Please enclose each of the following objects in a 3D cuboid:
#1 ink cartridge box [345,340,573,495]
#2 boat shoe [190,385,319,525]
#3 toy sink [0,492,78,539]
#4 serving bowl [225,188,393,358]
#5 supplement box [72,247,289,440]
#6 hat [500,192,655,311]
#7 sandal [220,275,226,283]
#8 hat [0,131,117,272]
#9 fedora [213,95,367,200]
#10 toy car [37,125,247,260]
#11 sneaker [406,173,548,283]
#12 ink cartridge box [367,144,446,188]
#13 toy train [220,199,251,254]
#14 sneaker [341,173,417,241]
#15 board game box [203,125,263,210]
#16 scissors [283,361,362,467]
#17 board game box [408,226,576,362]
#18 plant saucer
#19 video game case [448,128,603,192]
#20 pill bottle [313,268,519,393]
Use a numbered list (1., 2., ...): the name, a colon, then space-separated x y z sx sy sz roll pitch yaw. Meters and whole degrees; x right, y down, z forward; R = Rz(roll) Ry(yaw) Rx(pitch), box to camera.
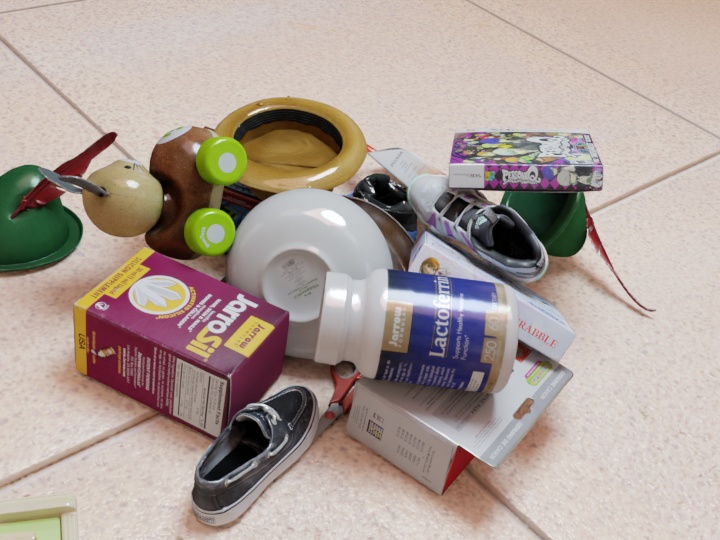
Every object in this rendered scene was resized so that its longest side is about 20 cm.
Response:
1. ink cartridge box: 0.113 0.145 1.055 0.175 0.084 0.200 30 42 23
2. boat shoe: -0.106 0.170 0.976 0.071 0.068 0.200 20 38 25
3. toy sink: -0.296 0.259 0.780 0.130 0.113 0.200 -2 39 -17
4. serving bowl: -0.064 0.010 1.080 0.199 0.201 0.066 15 13 6
5. supplement box: -0.198 0.078 1.048 0.199 0.104 0.131 22 38 14
6. hat: 0.310 -0.053 1.355 0.175 0.165 0.201 27 65 -27
7. sandal: -0.154 0.030 1.159 0.200 0.058 0.080 6 37 -6
8. hat: -0.425 -0.117 1.182 0.199 0.177 0.166 -15 44 -30
9. fedora: -0.091 -0.139 1.204 0.199 0.082 0.201 0 47 0
10. toy car: -0.259 -0.100 1.088 0.199 0.159 0.164 8 2 -34
11. sneaker: 0.139 -0.062 1.127 0.199 0.078 0.140 31 -1 10
12. ink cartridge box: 0.086 -0.147 1.393 0.162 0.050 0.200 23 20 -53
13. toy train: -0.123 -0.058 1.264 0.199 0.087 0.114 28 48 16
14. sneaker: -0.010 -0.096 1.314 0.199 0.112 0.077 24 39 18
15. board game box: -0.139 -0.124 1.251 0.199 0.020 0.103 20 49 9
16. scissors: -0.022 0.158 1.062 0.073 0.014 0.200 17 37 9
17. board game box: 0.152 0.023 1.146 0.199 0.041 0.200 31 9 0
18. plant saucer: 0.000 0.000 1.198 0.199 0.032 0.201 19 54 -27
19. video game case: 0.204 -0.142 1.193 0.180 0.036 0.200 1 21 8
20. pill bottle: 0.055 0.060 0.985 0.199 0.116 0.116 7 37 -4
